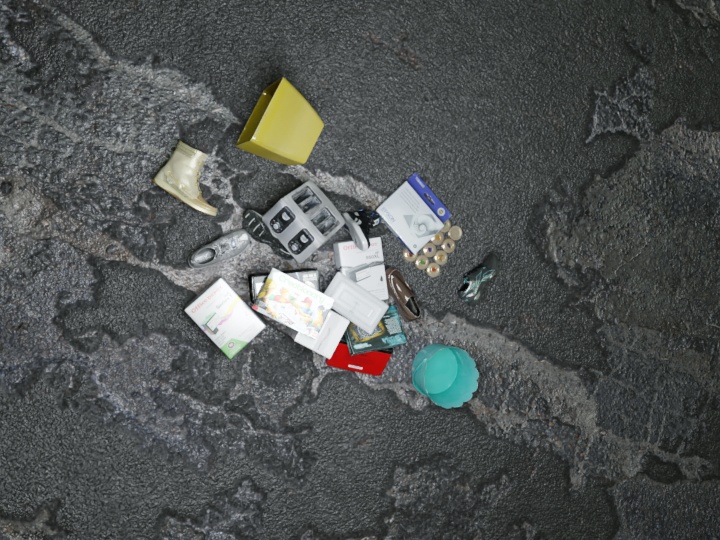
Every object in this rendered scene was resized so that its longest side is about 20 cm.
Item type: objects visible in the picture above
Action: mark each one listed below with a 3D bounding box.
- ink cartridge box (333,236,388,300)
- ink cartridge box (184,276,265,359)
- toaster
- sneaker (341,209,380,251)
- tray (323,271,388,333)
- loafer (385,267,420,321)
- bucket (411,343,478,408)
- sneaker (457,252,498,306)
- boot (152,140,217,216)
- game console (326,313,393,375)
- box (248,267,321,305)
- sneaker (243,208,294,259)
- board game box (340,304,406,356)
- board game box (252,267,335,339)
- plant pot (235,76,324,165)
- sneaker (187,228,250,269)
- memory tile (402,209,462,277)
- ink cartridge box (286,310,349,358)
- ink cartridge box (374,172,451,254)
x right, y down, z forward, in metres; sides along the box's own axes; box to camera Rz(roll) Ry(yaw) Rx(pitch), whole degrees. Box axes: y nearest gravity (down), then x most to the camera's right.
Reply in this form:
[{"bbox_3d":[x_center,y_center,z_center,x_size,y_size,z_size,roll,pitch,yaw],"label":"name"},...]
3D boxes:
[{"bbox_3d":[0.000,0.000,1.665,0.143,0.084,0.202,-9,95,-14],"label":"ink cartridge box"},{"bbox_3d":[-0.404,0.138,1.554,0.145,0.084,0.200,-43,102,-10],"label":"ink cartridge box"},{"bbox_3d":[-0.162,-0.148,1.560,0.181,0.118,0.200,51,39,-5],"label":"toaster"},{"bbox_3d":[0.021,-0.137,1.610,0.111,0.200,0.074,-15,127,-13],"label":"sneaker"},{"bbox_3d":[-0.016,0.102,1.612,0.199,0.022,0.108,35,86,-13],"label":"tray"},{"bbox_3d":[0.147,0.076,1.711,0.073,0.071,0.201,-39,107,-30],"label":"loafer"},{"bbox_3d":[0.274,0.344,1.733,0.205,0.135,0.209,0,92,-16],"label":"bucket"},{"bbox_3d":[0.407,0.021,1.790,0.079,0.075,0.201,31,83,-13],"label":"sneaker"},{"bbox_3d":[-0.479,-0.267,1.521,0.199,0.073,0.156,33,86,-10],"label":"boot"},{"bbox_3d":[-0.001,0.232,1.710,0.198,0.119,0.173,15,119,-16],"label":"game console"},{"bbox_3d":[-0.230,0.046,1.560,0.198,0.164,0.087,-6,94,-17],"label":"box"},{"bbox_3d":[-0.273,-0.115,1.588,0.200,0.080,0.074,41,118,-17],"label":"sneaker"},{"bbox_3d":[0.042,0.190,1.666,0.198,0.028,0.136,-7,68,-27],"label":"board game box"},{"bbox_3d":[-0.186,0.094,1.460,0.199,0.035,0.127,27,84,-8],"label":"board game box"},{"bbox_3d":[-0.228,-0.415,1.535,0.176,0.200,0.201,29,84,-27],"label":"plant pot"},{"bbox_3d":[-0.414,-0.057,1.543,0.199,0.082,0.075,-32,100,-13],"label":"sneaker"},{"bbox_3d":[0.247,-0.091,1.769,0.153,0.017,0.201,33,83,-15],"label":"memory tile"},{"bbox_3d":[-0.130,0.170,1.574,0.125,0.200,0.129,29,84,-15],"label":"ink cartridge box"},{"bbox_3d":[0.181,-0.190,1.721,0.200,0.041,0.200,-44,97,-9],"label":"ink cartridge box"}]
